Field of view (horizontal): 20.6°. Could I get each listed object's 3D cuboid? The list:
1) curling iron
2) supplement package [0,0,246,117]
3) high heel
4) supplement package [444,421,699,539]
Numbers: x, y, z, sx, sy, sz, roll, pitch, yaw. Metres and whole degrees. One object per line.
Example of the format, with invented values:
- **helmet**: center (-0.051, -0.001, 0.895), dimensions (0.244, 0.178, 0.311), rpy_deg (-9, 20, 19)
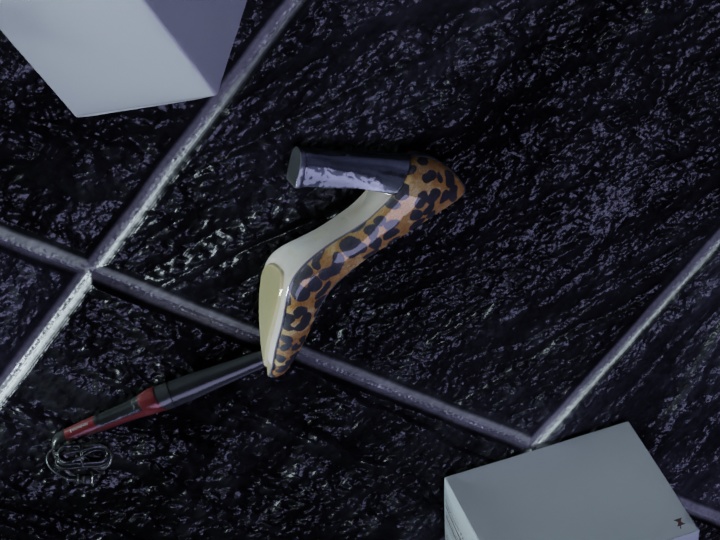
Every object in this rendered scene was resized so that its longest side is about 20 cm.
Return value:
- **curling iron**: center (-0.159, 0.112, 1.581), dimensions (0.199, 0.026, 0.050), rpy_deg (-29, 98, -5)
- **supplement package**: center (-0.168, -0.205, 1.217), dimensions (0.117, 0.117, 0.200), rpy_deg (-6, 142, 28)
- **high heel**: center (0.000, 0.000, 1.529), dimensions (0.142, 0.071, 0.201), rpy_deg (4, 118, -20)
- **supplement package**: center (0.188, 0.278, 1.806), dimensions (0.190, 0.147, 0.201), rpy_deg (-15, 133, -13)
